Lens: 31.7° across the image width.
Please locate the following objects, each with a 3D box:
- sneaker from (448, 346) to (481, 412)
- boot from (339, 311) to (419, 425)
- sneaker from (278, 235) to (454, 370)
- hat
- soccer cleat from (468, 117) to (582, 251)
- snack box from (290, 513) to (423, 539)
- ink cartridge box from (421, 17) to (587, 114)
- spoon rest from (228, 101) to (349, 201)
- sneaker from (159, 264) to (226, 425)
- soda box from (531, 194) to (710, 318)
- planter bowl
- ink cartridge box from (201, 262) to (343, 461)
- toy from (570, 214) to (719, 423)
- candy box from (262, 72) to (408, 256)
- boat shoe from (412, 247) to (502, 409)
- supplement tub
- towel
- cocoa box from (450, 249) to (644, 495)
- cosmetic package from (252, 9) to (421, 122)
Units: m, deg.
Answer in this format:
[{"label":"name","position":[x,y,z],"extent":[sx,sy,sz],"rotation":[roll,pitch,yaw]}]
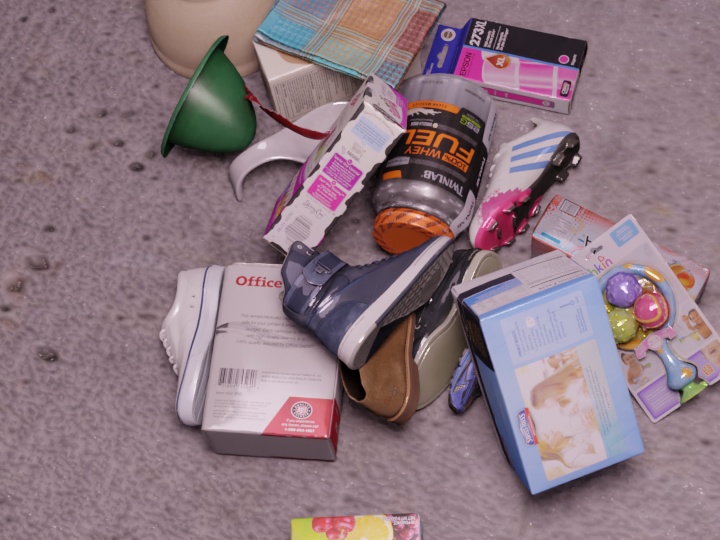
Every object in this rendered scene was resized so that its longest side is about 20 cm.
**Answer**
[{"label":"sneaker","position":[0.175,0.089,1.414],"extent":[0.200,0.076,0.078],"rotation":[-42,70,-12]},{"label":"boot","position":[0.015,0.072,1.406],"extent":[0.075,0.074,0.202],"rotation":[21,40,-27]},{"label":"sneaker","position":[0.000,-0.001,1.387],"extent":[0.145,0.078,0.202],"rotation":[33,54,23]},{"label":"hat","position":[-0.132,-0.170,1.545],"extent":[0.174,0.167,0.200],"rotation":[28,24,-4]},{"label":"soccer cleat","position":[0.180,-0.103,1.515],"extent":[0.086,0.070,0.200],"rotation":[31,67,32]},{"label":"snack box","position":[-0.001,0.358,1.313],"extent":[0.140,0.053,0.203],"rotation":[-4,64,6]},{"label":"ink cartridge box","position":[0.180,-0.264,1.605],"extent":[0.197,0.037,0.096],"rotation":[13,66,14]},{"label":"spoon rest","position":[-0.069,-0.148,1.562],"extent":[0.198,0.061,0.100],"rotation":[-22,64,-4]},{"label":"sneaker","position":[-0.195,0.087,1.464],"extent":[0.070,0.073,0.202],"rotation":[-3,55,15]},{"label":"soda box","position":[0.293,-0.007,1.447],"extent":[0.198,0.069,0.064],"rotation":[29,73,19]},{"label":"planter bowl","position":[-0.192,-0.365,1.639],"extent":[0.197,0.135,0.203],"rotation":[-2,64,5]},{"label":"ink cartridge box","position":[-0.089,0.102,1.429],"extent":[0.144,0.083,0.203],"rotation":[3,64,7]},{"label":"toy","position":[0.304,0.055,1.374],"extent":[0.115,0.047,0.201],"rotation":[-37,87,18]},{"label":"candy box","position":[-0.026,-0.117,1.451],"extent":[0.061,0.137,0.201],"rotation":[34,110,-10]},{"label":"boat shoe","position":[0.087,0.060,1.441],"extent":[0.066,0.074,0.201],"rotation":[20,81,43]},{"label":"supplement tub","position":[0.084,-0.119,1.496],"extent":[0.121,0.123,0.202],"rotation":[11,66,11]},{"label":"towel","position":[-0.014,-0.305,1.539],"extent":[0.198,0.022,0.148],"rotation":[23,68,18]},{"label":"cocoa box","position":[0.193,0.102,1.318],"extent":[0.132,0.131,0.203],"rotation":[-20,105,-4]},{"label":"cosmetic package","position":[-0.027,-0.268,1.592],"extent":[0.197,0.106,0.072],"rotation":[-20,63,-6]}]
